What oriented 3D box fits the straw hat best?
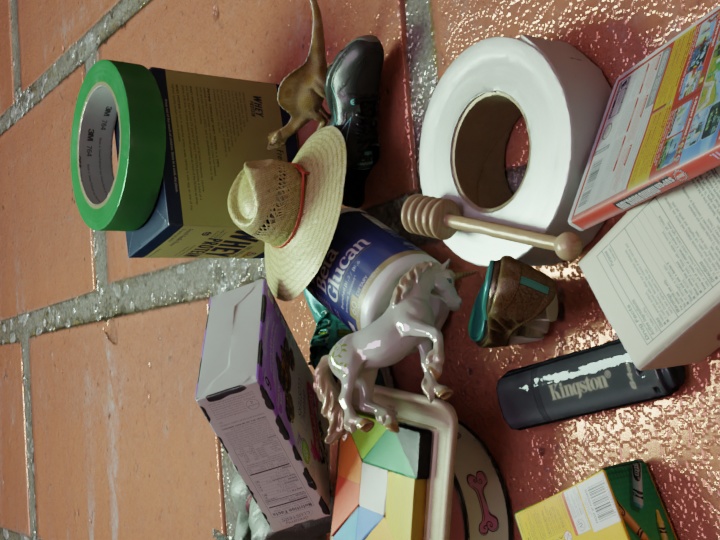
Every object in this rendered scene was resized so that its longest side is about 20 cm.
[{"bbox_3d":[-0.095,-0.075,1.035,0.201,0.084,0.204,-42,39,47],"label":"straw hat"}]

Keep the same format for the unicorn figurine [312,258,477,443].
[{"bbox_3d":[0.037,0.068,0.900,0.074,0.197,0.139,66,-179,-50],"label":"unicorn figurine"}]

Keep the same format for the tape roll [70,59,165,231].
[{"bbox_3d":[-0.298,-0.150,1.175,0.199,0.047,0.205,1,91,55],"label":"tape roll"}]

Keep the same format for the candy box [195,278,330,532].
[{"bbox_3d":[-0.097,0.142,1.028,0.169,0.070,0.202,-94,-16,-55],"label":"candy box"}]

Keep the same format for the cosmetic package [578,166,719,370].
[{"bbox_3d":[0.263,-0.028,0.689,0.201,0.086,0.105,-51,51,40],"label":"cosmetic package"}]

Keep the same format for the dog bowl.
[{"bbox_3d":[0.062,0.254,0.989,0.199,0.073,0.205,2,92,55],"label":"dog bowl"}]

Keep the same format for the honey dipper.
[{"bbox_3d":[0.112,-0.037,0.833,0.198,0.037,0.039,15,102,50],"label":"honey dipper"}]

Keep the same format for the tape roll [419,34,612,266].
[{"bbox_3d":[0.140,-0.106,0.876,0.201,0.070,0.207,0,90,55],"label":"tape roll"}]

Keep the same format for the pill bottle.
[{"bbox_3d":[0.000,0.000,1.041,0.199,0.109,0.113,37,119,48],"label":"pill bottle"}]

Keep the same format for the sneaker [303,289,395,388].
[{"bbox_3d":[-0.024,0.082,1.105,0.078,0.078,0.202,-55,48,39],"label":"sneaker"}]

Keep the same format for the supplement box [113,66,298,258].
[{"bbox_3d":[-0.192,-0.129,1.237,0.134,0.197,0.204,-25,70,51],"label":"supplement box"}]

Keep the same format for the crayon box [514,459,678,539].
[{"bbox_3d":[0.212,0.273,0.788,0.119,0.057,0.203,-43,57,46],"label":"crayon box"}]

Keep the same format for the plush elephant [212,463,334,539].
[{"bbox_3d":[-0.093,0.282,1.151,0.156,0.196,0.167,-113,30,-56],"label":"plush elephant"}]

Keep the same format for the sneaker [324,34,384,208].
[{"bbox_3d":[-0.002,-0.164,1.090,0.079,0.074,0.203,44,134,34],"label":"sneaker"}]

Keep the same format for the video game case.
[{"bbox_3d":[0.227,-0.117,0.697,0.145,0.017,0.200,-67,12,-19],"label":"video game case"}]

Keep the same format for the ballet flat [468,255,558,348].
[{"bbox_3d":[0.138,0.034,0.861,0.200,0.071,0.069,85,-162,-74],"label":"ballet flat"}]

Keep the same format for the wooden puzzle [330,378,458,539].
[{"bbox_3d":[0.023,0.216,0.951,0.184,0.037,0.205,3,93,55],"label":"wooden puzzle"}]

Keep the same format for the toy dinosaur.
[{"bbox_3d":[-0.049,-0.218,1.117,0.058,0.100,0.203,48,128,43],"label":"toy dinosaur"}]

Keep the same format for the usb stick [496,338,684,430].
[{"bbox_3d":[0.192,0.097,0.837,0.199,0.032,0.057,-27,68,51],"label":"usb stick"}]
